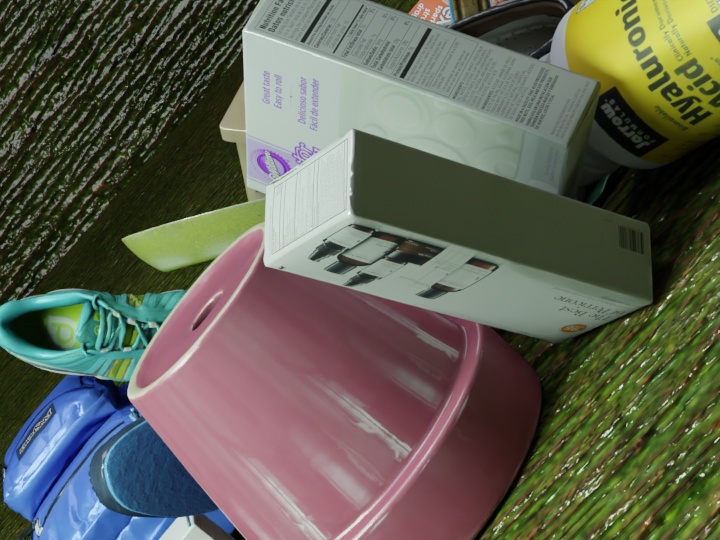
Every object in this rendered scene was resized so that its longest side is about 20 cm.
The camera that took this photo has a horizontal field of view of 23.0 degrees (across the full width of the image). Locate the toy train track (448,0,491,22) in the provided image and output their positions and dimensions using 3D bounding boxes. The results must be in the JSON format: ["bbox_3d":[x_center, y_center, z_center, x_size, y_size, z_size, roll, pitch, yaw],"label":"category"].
[{"bbox_3d":[0.072,-0.173,1.180,0.114,0.201,0.033,-15,42,0],"label":"toy train track"}]

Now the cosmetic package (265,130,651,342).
[{"bbox_3d":[0.054,-0.013,0.938,0.082,0.199,0.051,-27,55,51],"label":"cosmetic package"}]

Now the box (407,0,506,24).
[{"bbox_3d":[0.091,-0.165,1.335,0.100,0.095,0.200,-47,-5,13],"label":"box"}]

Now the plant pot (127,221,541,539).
[{"bbox_3d":[-0.026,0.077,1.009,0.200,0.179,0.200,-46,15,16],"label":"plant pot"}]

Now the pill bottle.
[{"bbox_3d":[0.181,-0.126,1.022,0.200,0.111,0.112,-33,22,46],"label":"pill bottle"}]

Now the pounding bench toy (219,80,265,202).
[{"bbox_3d":[-0.016,-0.126,1.449,0.123,0.157,0.201,6,44,17],"label":"pounding bench toy"}]

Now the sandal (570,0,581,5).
[{"bbox_3d":[0.203,-0.226,1.364,0.069,0.078,0.212,-21,15,-16],"label":"sandal"}]

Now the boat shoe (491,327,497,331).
[{"bbox_3d":[0.000,0.001,1.151,0.200,0.066,0.072,4,51,23],"label":"boat shoe"}]

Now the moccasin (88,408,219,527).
[{"bbox_3d":[-0.092,0.111,1.106,0.068,0.081,0.199,-7,4,45],"label":"moccasin"}]

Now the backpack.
[{"bbox_3d":[-0.170,0.166,1.261,0.163,0.167,0.200,-57,15,1],"label":"backpack"}]

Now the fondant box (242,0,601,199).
[{"bbox_3d":[0.031,-0.078,1.040,0.145,0.199,0.058,93,-158,-54],"label":"fondant box"}]

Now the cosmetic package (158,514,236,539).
[{"bbox_3d":[-0.140,0.252,1.112,0.200,0.082,0.051,-49,12,1],"label":"cosmetic package"}]

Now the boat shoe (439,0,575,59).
[{"bbox_3d":[0.051,-0.122,1.135,0.199,0.060,0.074,-17,64,6],"label":"boat shoe"}]

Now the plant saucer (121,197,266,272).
[{"bbox_3d":[-0.062,-0.031,1.202,0.199,0.031,0.200,-14,0,0],"label":"plant saucer"}]

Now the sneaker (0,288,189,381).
[{"bbox_3d":[-0.162,0.047,1.221,0.080,0.199,0.078,28,-118,-74],"label":"sneaker"}]

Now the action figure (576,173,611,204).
[{"bbox_3d":[0.145,-0.088,1.162,0.118,0.055,0.201,7,62,58],"label":"action figure"}]
